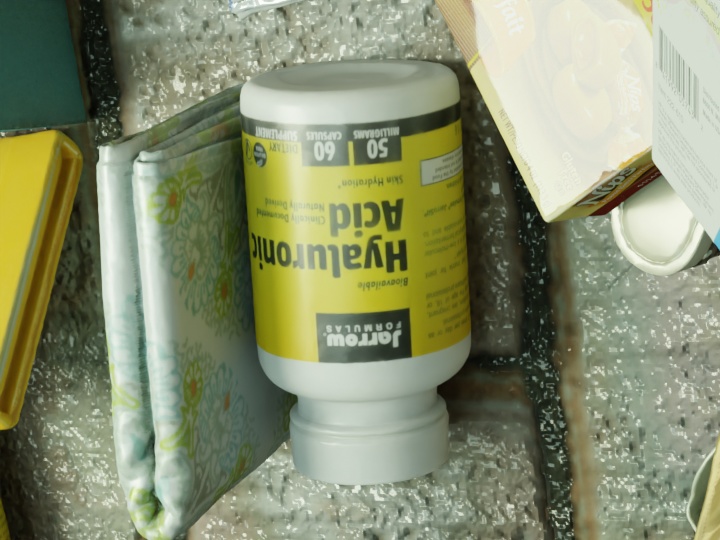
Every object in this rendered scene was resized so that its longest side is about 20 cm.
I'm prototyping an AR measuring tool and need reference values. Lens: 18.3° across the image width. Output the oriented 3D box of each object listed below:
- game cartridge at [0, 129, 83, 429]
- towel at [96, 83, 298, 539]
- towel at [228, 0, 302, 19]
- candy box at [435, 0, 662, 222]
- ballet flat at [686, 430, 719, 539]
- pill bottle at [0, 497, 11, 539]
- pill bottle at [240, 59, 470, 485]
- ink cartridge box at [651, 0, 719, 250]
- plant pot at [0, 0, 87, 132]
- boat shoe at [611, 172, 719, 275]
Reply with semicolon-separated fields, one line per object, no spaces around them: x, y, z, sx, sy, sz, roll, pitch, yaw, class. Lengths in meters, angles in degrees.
-0.258;0.014;1.255;0.199;0.032;0.177;-7;57;31;game cartridge
-0.080;0.016;1.138;0.048;0.171;0.201;2;104;21;towel
-0.029;-0.238;1.127;0.146;0.024;0.201;-9;99;29;towel
0.095;-0.138;1.022;0.115;0.055;0.201;-35;74;36;candy box
0.183;0.148;1.105;0.063;0.068;0.201;39;119;46;ballet flat
-0.259;0.172;1.310;0.112;0.113;0.201;-6;101;29;pill bottle
0.000;0.000;1.125;0.111;0.111;0.201;3;106;27;pill bottle
0.172;-0.098;0.845;0.084;0.145;0.201;-14;128;-10;ink cartridge box
-0.253;-0.170;1.202;0.140;0.141;0.201;-3;95;29;plant pot
0.180;-0.090;1.034;0.072;0.059;0.201;35;117;33;boat shoe
